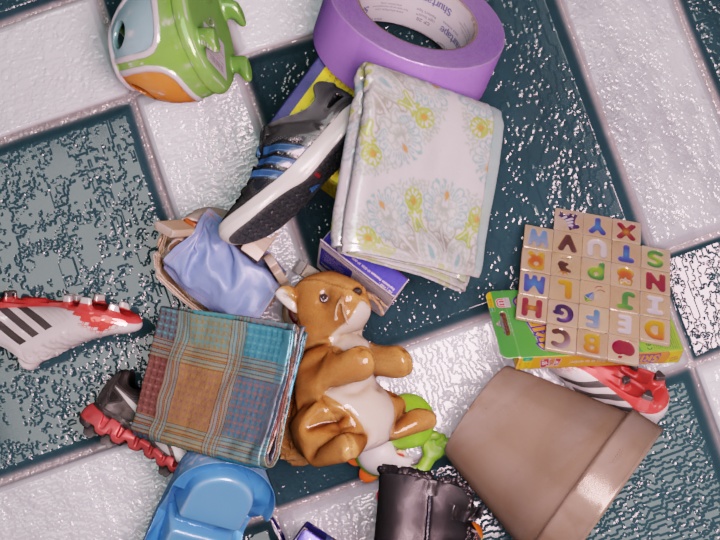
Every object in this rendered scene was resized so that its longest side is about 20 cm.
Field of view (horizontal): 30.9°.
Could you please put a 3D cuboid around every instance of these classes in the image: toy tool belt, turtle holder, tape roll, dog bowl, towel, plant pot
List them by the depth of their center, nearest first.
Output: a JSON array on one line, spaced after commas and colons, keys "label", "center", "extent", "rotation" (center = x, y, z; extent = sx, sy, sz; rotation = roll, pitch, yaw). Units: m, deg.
[{"label": "towel", "center": [0.059, -0.092, 1.308], "extent": [0.171, 0.048, 0.200], "rotation": [16, 77, -33]}, {"label": "towel", "center": [-0.149, 0.115, 1.325], "extent": [0.200, 0.022, 0.147], "rotation": [7, 81, 38]}, {"label": "plant pot", "center": [0.190, 0.196, 1.366], "extent": [0.173, 0.200, 0.200], "rotation": [36, 85, 13]}, {"label": "dog bowl", "center": [-0.164, 0.260, 1.375], "extent": [0.111, 0.050, 0.200], "rotation": [19, 121, -17]}, {"label": "tape roll", "center": [0.052, -0.255, 1.407], "extent": [0.200, 0.066, 0.200], "rotation": [12, 43, -11]}, {"label": "toy tool belt", "center": [-0.130, 0.006, 1.408], "extent": [0.200, 0.123, 0.125], "rotation": [33, 89, 2]}, {"label": "turtle holder", "center": [-0.210, -0.273, 1.431], "extent": [0.132, 0.141, 0.186], "rotation": [-16, 94, 15]}]

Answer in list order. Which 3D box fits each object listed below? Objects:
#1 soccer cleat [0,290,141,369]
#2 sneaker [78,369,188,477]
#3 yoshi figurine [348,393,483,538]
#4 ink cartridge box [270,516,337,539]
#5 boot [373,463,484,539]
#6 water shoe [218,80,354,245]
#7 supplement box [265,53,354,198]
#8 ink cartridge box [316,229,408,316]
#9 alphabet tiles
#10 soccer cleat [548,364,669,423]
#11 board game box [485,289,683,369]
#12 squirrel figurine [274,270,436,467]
[{"label": "soccer cleat", "center": [-0.338, 0.068, 1.428], "extent": [0.200, 0.069, 0.085], "rotation": [4, 93, 3]}, {"label": "sneaker", "center": [-0.202, 0.172, 1.419], "extent": [0.200, 0.071, 0.098], "rotation": [27, 87, 4]}, {"label": "yoshi figurine", "center": [0.063, 0.216, 1.406], "extent": [0.112, 0.112, 0.200], "rotation": [-29, 83, -19]}, {"label": "ink cartridge box", "center": [-0.021, 0.333, 1.371], "extent": [0.200, 0.136, 0.076], "rotation": [31, 82, 2]}, {"label": "boot", "center": [0.022, 0.272, 1.284], "extent": [0.198, 0.073, 0.163], "rotation": [15, 72, -11]}, {"label": "water shoe", "center": [-0.080, -0.110, 1.352], "extent": [0.200, 0.072, 0.079], "rotation": [-42, 70, -4]}, {"label": "supplement box", "center": [0.005, -0.127, 1.431], "extent": [0.200, 0.110, 0.109], "rotation": [37, 86, 4]}, {"label": "ink cartridge box", "center": [0.000, 0.000, 1.373], "extent": [0.095, 0.200, 0.037], "rotation": [38, 85, 2]}, {"label": "alphabet tiles", "center": [0.255, 0.014, 1.416], "extent": [0.166, 0.006, 0.200], "rotation": [11, 51, 1]}, {"label": "soccer cleat", "center": [0.245, 0.110, 1.432], "extent": [0.200, 0.085, 0.069], "rotation": [31, 51, 20]}, {"label": "board game box", "center": [0.238, 0.060, 1.401], "extent": [0.200, 0.030, 0.096], "rotation": [0, 47, -11]}, {"label": "squirrel figurine", "center": [-0.041, 0.100, 1.347], "extent": [0.141, 0.200, 0.187], "rotation": [-15, 86, -39]}]
